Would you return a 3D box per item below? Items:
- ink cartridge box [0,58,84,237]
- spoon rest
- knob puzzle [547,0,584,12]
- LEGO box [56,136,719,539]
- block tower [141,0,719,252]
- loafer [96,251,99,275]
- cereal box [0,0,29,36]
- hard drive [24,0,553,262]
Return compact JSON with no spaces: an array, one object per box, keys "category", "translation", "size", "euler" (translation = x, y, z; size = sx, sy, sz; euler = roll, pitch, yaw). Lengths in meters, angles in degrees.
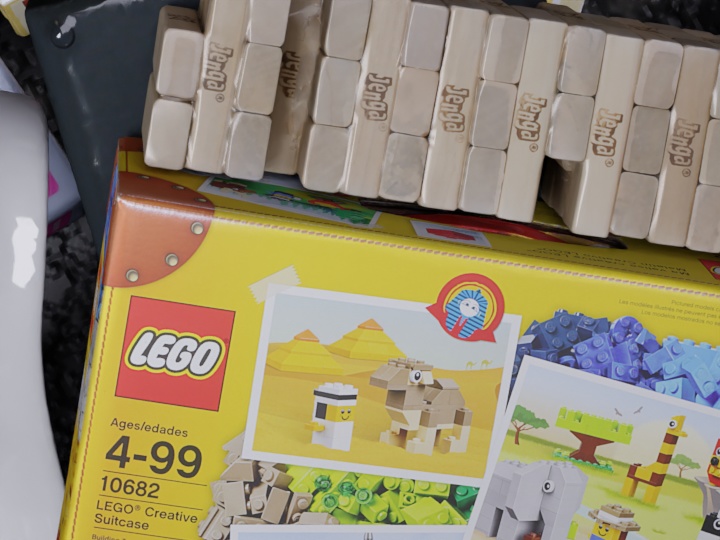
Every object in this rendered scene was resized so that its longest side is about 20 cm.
[{"category":"ink cartridge box","translation":[-0.197,-0.016,0.754],"size":[0.200,0.042,0.119],"euler":[-34,89,-11]},{"category":"spoon rest","translation":[-0.124,0.048,0.724],"size":[0.099,0.061,0.201],"euler":[6,99,-25]},{"category":"knob puzzle","translation":[-0.022,-0.111,0.801],"size":[0.219,0.030,0.220],"euler":[1,83,-9]},{"category":"LEGO box","translation":[0.022,0.057,0.662],"size":[0.199,0.077,0.149],"euler":[8,104,-8]},{"category":"block tower","translation":[0.045,-0.042,0.648],"size":[0.199,0.058,0.054],"euler":[8,103,-8]},{"category":"loafer","translation":[-0.040,-0.050,0.738],"size":[0.070,0.068,0.201],"euler":[4,112,-11]},{"category":"cereal box","translation":[-0.056,-0.183,0.775],"size":[0.200,0.040,0.144],"euler":[-29,79,-4]},{"category":"hard drive","translation":[0.000,0.000,0.703],"size":[0.139,0.033,0.200],"euler":[-16,106,-1]}]
